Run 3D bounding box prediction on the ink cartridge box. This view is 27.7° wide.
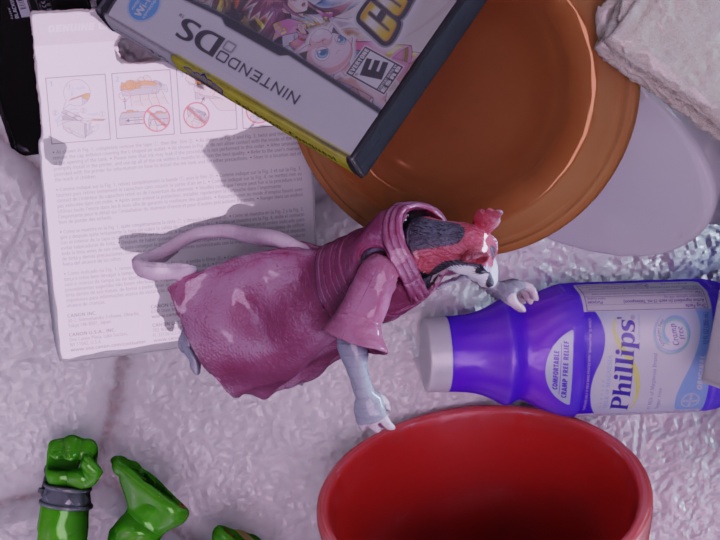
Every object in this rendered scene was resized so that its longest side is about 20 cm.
[{"bbox_3d":[-0.107,-0.055,0.853,0.160,0.050,0.201,-6,101,-15],"label":"ink cartridge box"}]

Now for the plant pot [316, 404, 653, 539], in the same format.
[{"bbox_3d":[0.081,0.208,0.900,0.199,0.201,0.178,-9,117,-4],"label":"plant pot"}]

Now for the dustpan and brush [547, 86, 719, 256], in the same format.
[{"bbox_3d":[0.191,-0.044,0.886,0.199,0.057,0.140,32,136,-16],"label":"dustpan and brush"}]

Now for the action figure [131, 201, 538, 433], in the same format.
[{"bbox_3d":[0.000,0.000,0.785,0.200,0.134,0.149,-30,96,41],"label":"action figure"}]

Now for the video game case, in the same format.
[{"bbox_3d":[-0.016,-0.173,0.769,0.180,0.026,0.201,32,82,23],"label":"video game case"}]

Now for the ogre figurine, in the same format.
[{"bbox_3d":[-0.131,0.200,0.909,0.200,0.098,0.120,36,88,-27],"label":"ogre figurine"}]

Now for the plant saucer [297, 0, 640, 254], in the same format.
[{"bbox_3d":[0.052,-0.103,0.799,0.199,0.037,0.202,3,103,13],"label":"plant saucer"}]

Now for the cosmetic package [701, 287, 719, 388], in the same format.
[{"bbox_3d":[0.273,-0.020,0.866,0.101,0.074,0.201,9,95,-46],"label":"cosmetic package"}]

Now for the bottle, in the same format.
[{"bbox_3d":[0.138,0.049,0.913,0.199,0.065,0.084,-1,108,-7],"label":"bottle"}]

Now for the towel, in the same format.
[{"bbox_3d":[0.229,-0.119,0.775,0.200,0.034,0.133,35,85,-12],"label":"towel"}]

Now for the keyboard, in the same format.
[{"bbox_3d":[-0.177,-0.168,0.830,0.103,0.040,0.201,-7,115,13],"label":"keyboard"}]
